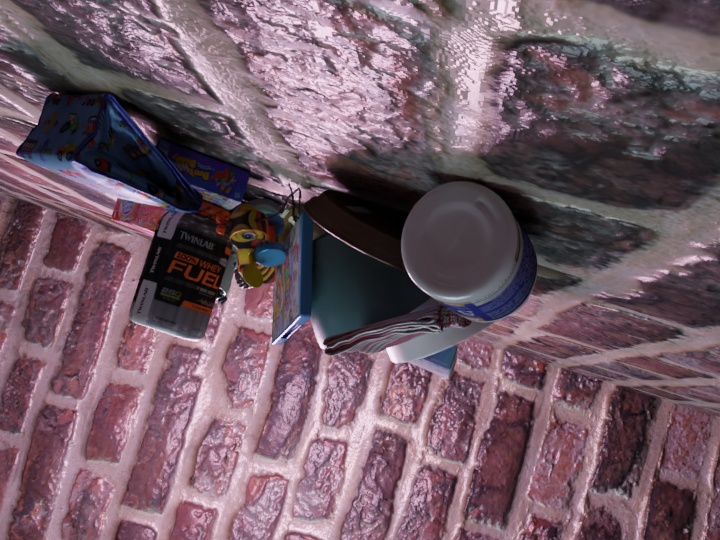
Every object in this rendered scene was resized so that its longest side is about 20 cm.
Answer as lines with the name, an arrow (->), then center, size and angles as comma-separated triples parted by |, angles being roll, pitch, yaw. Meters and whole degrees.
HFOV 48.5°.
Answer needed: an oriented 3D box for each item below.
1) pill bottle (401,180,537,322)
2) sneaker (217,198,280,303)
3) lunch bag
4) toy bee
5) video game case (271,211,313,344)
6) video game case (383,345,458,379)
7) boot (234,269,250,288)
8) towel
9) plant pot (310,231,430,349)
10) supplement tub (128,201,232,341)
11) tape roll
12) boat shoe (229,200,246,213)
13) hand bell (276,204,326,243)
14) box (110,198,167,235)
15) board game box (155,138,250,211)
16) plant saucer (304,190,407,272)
pill bottle -> 0.127, -0.009, 0.862 | 0.117, 0.122, 0.200 | 14, 173, 25
sneaker -> -0.200, -0.025, 1.310 | 0.199, 0.120, 0.073 | -35, 136, 27
lunch bag -> -0.300, -0.126, 1.007 | 0.149, 0.096, 0.200 | 12, 160, 42
toy bee -> -0.158, -0.056, 1.154 | 0.106, 0.203, 0.132 | 3, -144, -16
video game case -> -0.100, 0.017, 1.152 | 0.017, 0.147, 0.200 | 5, 163, -16
video game case -> 0.073, 0.125, 1.395 | 0.196, 0.046, 0.181 | 22, 172, 10
boot -> -0.127, -0.016, 1.421 | 0.129, 0.069, 0.198 | -2, 166, -45
towel -> 0.051, 0.078, 0.964 | 0.143, 0.031, 0.200 | -17, 170, 16
plant pot -> 0.000, 0.000, 1.118 | 0.137, 0.198, 0.200 | 62, 165, -7
supplement tub -> -0.270, -0.004, 1.227 | 0.120, 0.205, 0.123 | 16, 174, 2
tape roll -> 0.118, 0.056, 1.151 | 0.199, 0.072, 0.202 | -26, -176, 2
boat shoe -> -0.226, -0.092, 1.369 | 0.197, 0.074, 0.060 | 13, 166, -17
hand bell -> -0.033, -0.043, 1.315 | 0.196, 0.107, 0.103 | 6, -178, -35
box -> -0.357, -0.105, 1.522 | 0.101, 0.097, 0.198 | 12, 172, 44
board game box -> -0.245, -0.134, 1.178 | 0.132, 0.046, 0.200 | 19, 174, -15
plant saucer -> 0.025, -0.048, 0.972 | 0.197, 0.030, 0.200 | 24, -166, -6
